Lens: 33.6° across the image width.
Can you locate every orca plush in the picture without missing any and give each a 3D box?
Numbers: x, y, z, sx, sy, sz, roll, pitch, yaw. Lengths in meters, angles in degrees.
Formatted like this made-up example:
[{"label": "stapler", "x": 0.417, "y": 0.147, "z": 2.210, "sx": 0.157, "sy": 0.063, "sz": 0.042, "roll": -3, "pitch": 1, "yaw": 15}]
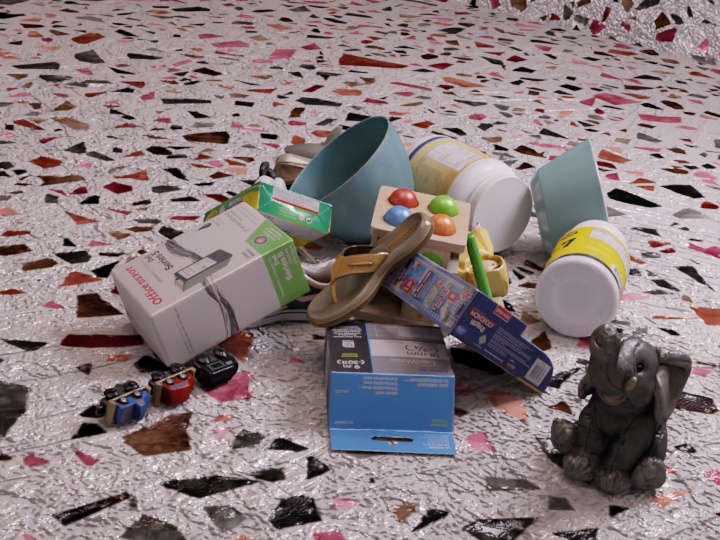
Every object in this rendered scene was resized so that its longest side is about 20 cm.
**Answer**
[{"label": "orca plush", "x": -0.157, "y": -0.112, "z": 1.775, "sx": 0.071, "sy": 0.106, "sz": 0.200, "roll": -12, "pitch": 26, "yaw": 6}]

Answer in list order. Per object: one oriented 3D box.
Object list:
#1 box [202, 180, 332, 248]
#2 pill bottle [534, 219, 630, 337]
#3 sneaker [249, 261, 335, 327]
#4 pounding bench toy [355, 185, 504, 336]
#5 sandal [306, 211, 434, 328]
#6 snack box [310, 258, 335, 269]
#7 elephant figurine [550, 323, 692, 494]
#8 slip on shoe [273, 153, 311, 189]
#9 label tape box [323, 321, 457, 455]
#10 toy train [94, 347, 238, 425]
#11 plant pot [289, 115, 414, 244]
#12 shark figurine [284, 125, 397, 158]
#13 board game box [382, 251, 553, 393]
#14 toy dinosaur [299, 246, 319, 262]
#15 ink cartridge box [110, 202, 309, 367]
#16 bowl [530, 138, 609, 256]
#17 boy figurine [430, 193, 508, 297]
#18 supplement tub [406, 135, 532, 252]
[{"label": "box", "x": -0.138, "y": -0.062, "z": 1.649, "sx": 0.117, "sy": 0.049, "sz": 0.200, "roll": 18, "pitch": -23, "yaw": -29}, {"label": "pill bottle", "x": 0.315, "y": 0.004, "z": 1.664, "sx": 0.113, "sy": 0.115, "sz": 0.200, "roll": 12, "pitch": 23, "yaw": 15}, {"label": "sneaker", "x": -0.117, "y": 0.024, "z": 1.565, "sx": 0.199, "sy": 0.080, "sz": 0.078, "roll": -5, "pitch": 26, "yaw": -20}, {"label": "pounding bench toy", "x": 0.108, "y": -0.015, "z": 1.583, "sx": 0.198, "sy": 0.157, "sz": 0.124, "roll": 11, "pitch": 30, "yaw": 2}, {"label": "sandal", "x": 0.005, "y": -0.011, "z": 1.454, "sx": 0.200, "sy": 0.054, "sz": 0.080, "roll": -43, "pitch": 28, "yaw": -8}, {"label": "snack box", "x": 0.000, "y": 0.000, "z": 1.715, "sx": 0.072, "sy": 0.024, "sz": 0.199, "roll": 23, "pitch": 28, "yaw": 32}, {"label": "elephant figurine", "x": 0.284, "y": 0.124, "z": 1.260, "sx": 0.140, "sy": 0.201, "sz": 0.155, "roll": 3, "pitch": 23, "yaw": -6}, {"label": "slip on shoe", "x": -0.050, "y": -0.146, "z": 2.013, "sx": 0.198, "sy": 0.076, "sz": 0.061, "roll": 12, "pitch": 62, "yaw": -4}, {"label": "label tape box", "x": 0.033, "y": 0.129, "z": 1.366, "sx": 0.143, "sy": 0.064, "sz": 0.200, "roll": 3, "pitch": 23, "yaw": -5}, {"label": "toy train", "x": -0.213, "y": 0.132, "z": 1.346, "sx": 0.046, "sy": 0.034, "sz": 0.199, "roll": 35, "pitch": 34, "yaw": 29}, {"label": "plant pot", "x": 0.005, "y": -0.118, "z": 1.823, "sx": 0.200, "sy": 0.135, "sz": 0.200, "roll": -34, "pitch": 24, "yaw": 17}, {"label": "shark figurine", "x": -0.023, "y": -0.222, "z": 2.162, "sx": 0.213, "sy": 0.090, "sz": 0.128, "roll": -3, "pitch": 25, "yaw": -14}, {"label": "board game box", "x": 0.122, "y": 0.049, "z": 1.454, "sx": 0.200, "sy": 0.062, "sz": 0.200, "roll": 34, "pitch": 2, "yaw": -42}, {"label": "toy dinosaur", "x": -0.149, "y": -0.059, "z": 1.801, "sx": 0.088, "sy": 0.048, "sz": 0.200, "roll": -4, "pitch": 27, "yaw": -37}, {"label": "ink cartridge box", "x": -0.187, "y": 0.015, "z": 1.474, "sx": 0.199, "sy": 0.084, "sz": 0.145, "roll": -29, "pitch": 34, "yaw": -18}, {"label": "bowl", "x": 0.323, "y": -0.092, "z": 1.835, "sx": 0.104, "sy": 0.202, "sz": 0.201, "roll": -12, "pitch": 21, "yaw": 10}, {"label": "boy figurine", "x": 0.139, "y": -0.026, "z": 1.731, "sx": 0.124, "sy": 0.065, "sz": 0.200, "roll": -26, "pitch": 47, "yaw": -20}, {"label": "supplement tub", "x": 0.162, "y": -0.120, "z": 1.884, "sx": 0.144, "sy": 0.145, "sz": 0.200, "roll": -10, "pitch": 28, "yaw": -33}]
